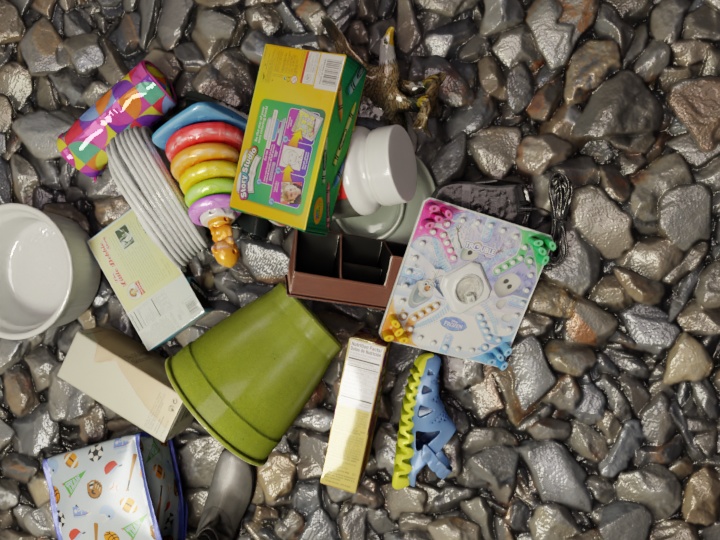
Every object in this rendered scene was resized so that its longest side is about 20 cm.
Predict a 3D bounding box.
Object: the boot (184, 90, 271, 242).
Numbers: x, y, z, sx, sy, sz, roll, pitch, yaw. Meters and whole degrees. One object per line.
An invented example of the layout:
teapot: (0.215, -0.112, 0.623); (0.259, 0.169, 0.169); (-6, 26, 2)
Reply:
boot: (-0.202, -0.153, 0.867); (0.197, 0.076, 0.171); (26, 92, 2)

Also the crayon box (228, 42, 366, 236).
crayon box: (-0.076, -0.156, 0.692); (0.117, 0.058, 0.204); (18, 97, 27)

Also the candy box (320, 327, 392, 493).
candy box: (-0.002, 0.190, 0.823); (0.055, 0.117, 0.204); (13, 93, 8)

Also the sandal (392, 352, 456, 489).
sandal: (0.098, 0.218, 0.832); (0.085, 0.080, 0.204); (7, 101, 5)

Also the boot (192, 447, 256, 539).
boot: (-0.215, 0.374, 0.855); (0.068, 0.132, 0.204); (10, 93, 9)

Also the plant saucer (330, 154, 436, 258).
plant saucer: (0.015, -0.095, 0.847); (0.196, 0.050, 0.205); (0, 91, 9)

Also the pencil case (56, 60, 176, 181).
pencil case: (-0.372, -0.230, 0.894); (0.199, 0.088, 0.089); (-37, 86, 11)

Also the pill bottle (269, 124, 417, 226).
pill bottle: (-0.033, -0.125, 0.766); (0.197, 0.113, 0.116); (-5, 91, 27)

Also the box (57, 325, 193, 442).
box: (-0.346, 0.170, 0.892); (0.198, 0.095, 0.079); (29, 95, 6)

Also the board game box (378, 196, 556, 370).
board game box: (0.145, 0.026, 0.782); (0.196, 0.026, 0.203); (15, 105, -15)

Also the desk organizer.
desk organizer: (0.000, 0.000, 0.797); (0.196, 0.072, 0.078); (9, 109, -13)

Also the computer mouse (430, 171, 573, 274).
computer mouse: (0.198, -0.062, 0.825); (0.196, 0.046, 0.143); (-4, 102, 9)

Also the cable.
cable: (-0.284, -0.105, 0.825); (0.068, 0.200, 0.202); (-30, 106, -9)

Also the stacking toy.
stacking toy: (-0.186, -0.097, 0.743); (0.108, 0.115, 0.204); (-23, 72, 28)

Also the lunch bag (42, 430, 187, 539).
lunch bag: (-0.364, 0.359, 0.886); (0.167, 0.124, 0.204); (-17, 81, 9)

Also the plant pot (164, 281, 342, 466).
plant pot: (-0.134, 0.127, 0.819); (0.193, 0.200, 0.200); (-44, 84, -5)

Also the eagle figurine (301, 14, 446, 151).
eagle figurine: (0.013, -0.258, 0.791); (0.196, 0.152, 0.154); (14, 93, 10)

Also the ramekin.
ramekin: (-0.512, 0.000, 0.913); (0.196, 0.098, 0.205); (0, 91, 9)

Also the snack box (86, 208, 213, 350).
snack box: (-0.332, 0.008, 0.913); (0.115, 0.037, 0.202); (-32, 86, 8)
